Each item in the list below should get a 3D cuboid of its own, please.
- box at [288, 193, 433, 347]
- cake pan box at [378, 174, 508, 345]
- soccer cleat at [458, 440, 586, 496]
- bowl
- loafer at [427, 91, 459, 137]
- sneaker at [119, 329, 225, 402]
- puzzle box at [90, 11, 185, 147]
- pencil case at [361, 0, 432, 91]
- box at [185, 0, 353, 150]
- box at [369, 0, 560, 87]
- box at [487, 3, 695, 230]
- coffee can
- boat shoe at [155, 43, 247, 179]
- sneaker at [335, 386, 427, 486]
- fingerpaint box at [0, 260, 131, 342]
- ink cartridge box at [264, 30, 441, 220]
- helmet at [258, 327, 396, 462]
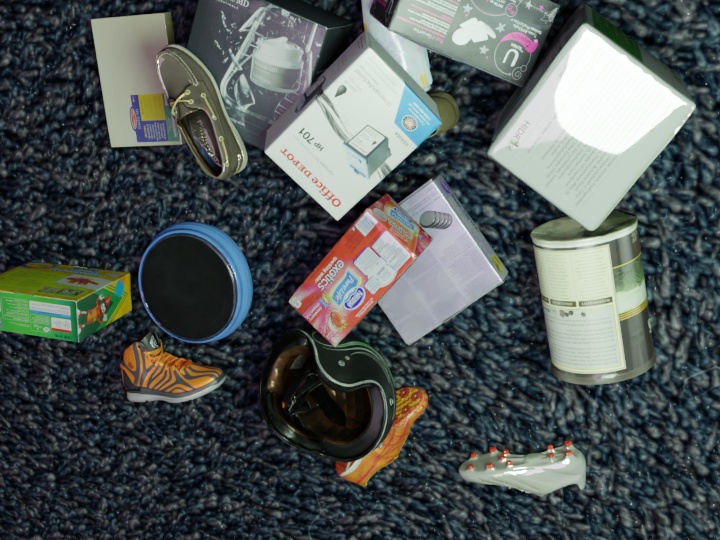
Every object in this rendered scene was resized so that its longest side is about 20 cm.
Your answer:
[{"bbox_3d":[0.000,0.000,1.394,0.100,0.095,0.200,43,117,3],"label":"box"},{"bbox_3d":[0.091,-0.012,1.439,0.199,0.052,0.185,-36,92,25],"label":"cake pan box"},{"bbox_3d":[0.250,0.316,1.485,0.197,0.069,0.079,-10,107,18],"label":"soccer cleat"},{"bbox_3d":[-0.274,0.023,1.574,0.197,0.039,0.204,5,107,18],"label":"bowl"},{"bbox_3d":[0.042,-0.210,1.379,0.197,0.067,0.077,-14,103,22],"label":"loafer"},{"bbox_3d":[-0.326,0.158,1.619,0.197,0.078,0.114,-7,106,21],"label":"sneaker"},{"bbox_3d":[-0.344,-0.295,1.504,0.131,0.025,0.203,1,108,18],"label":"puzzle box"},{"bbox_3d":[0.049,-0.342,1.326,0.089,0.083,0.203,-4,106,5],"label":"pencil case"},{"bbox_3d":[-0.141,-0.295,1.384,0.198,0.124,0.199,24,112,10],"label":"box"},{"bbox_3d":[0.128,-0.333,1.233,0.197,0.132,0.116,19,108,-18],"label":"box"},{"bbox_3d":[0.288,-0.199,1.222,0.170,0.199,0.201,36,114,-3],"label":"box"},{"bbox_3d":[0.320,0.035,1.323,0.144,0.146,0.203,-7,105,20],"label":"coffee can"},{"bbox_3d":[-0.229,-0.220,1.339,0.071,0.060,0.202,-24,100,26],"label":"boat shoe"},{"bbox_3d":[0.042,0.263,1.545,0.077,0.073,0.200,30,113,-33],"label":"sneaker"},{"bbox_3d":[-0.507,0.049,1.594,0.197,0.167,0.075,7,107,15],"label":"fingerpaint box"},{"bbox_3d":[-0.011,-0.192,1.291,0.200,0.086,0.146,-42,112,17],"label":"ink cartridge box"},{"bbox_3d":[-0.040,0.187,1.469,0.189,0.201,0.200,23,121,-35],"label":"helmet"}]
